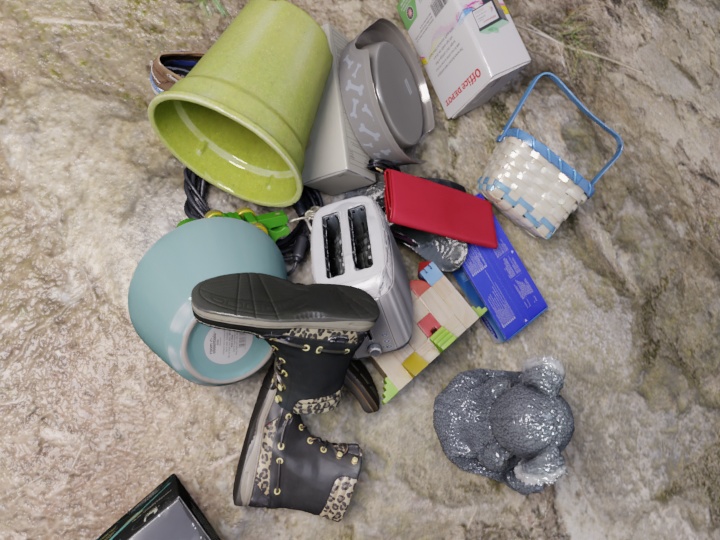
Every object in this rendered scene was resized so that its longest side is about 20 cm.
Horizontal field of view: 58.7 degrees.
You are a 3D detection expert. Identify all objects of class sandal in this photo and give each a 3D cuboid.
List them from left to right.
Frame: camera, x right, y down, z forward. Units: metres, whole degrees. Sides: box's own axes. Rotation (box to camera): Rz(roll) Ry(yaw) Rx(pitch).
[{"bbox_3d":[-0.043,0.111,0.859,0.054,0.082,0.203,-30,102,13],"label":"sandal"},{"bbox_3d":[0.065,-0.069,0.909,0.197,0.048,0.077,28,91,4],"label":"sandal"}]

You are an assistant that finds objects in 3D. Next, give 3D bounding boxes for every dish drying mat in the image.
[{"bbox_3d":[0.114,-0.083,0.891,0.196,0.018,0.079,12,63,-34],"label":"dish drying mat"}]

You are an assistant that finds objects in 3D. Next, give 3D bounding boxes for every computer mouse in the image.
[{"bbox_3d":[0.082,-0.120,0.916,0.196,0.058,0.035,12,87,-39],"label":"computer mouse"}]

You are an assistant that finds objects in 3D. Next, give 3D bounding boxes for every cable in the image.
[{"bbox_3d":[-0.144,-0.097,0.865,0.197,0.051,0.166,29,72,-10],"label":"cable"}]

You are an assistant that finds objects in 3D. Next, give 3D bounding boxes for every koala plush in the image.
[{"bbox_3d":[0.207,0.203,0.847,0.179,0.200,0.183,13,76,-15],"label":"koala plush"}]

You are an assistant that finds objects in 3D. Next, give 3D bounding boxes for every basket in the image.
[{"bbox_3d":[0.277,-0.167,0.964,0.175,0.139,0.201,38,98,-8],"label":"basket"}]

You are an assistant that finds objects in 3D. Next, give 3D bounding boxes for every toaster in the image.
[{"bbox_3d":[0.000,0.000,0.813,0.110,0.130,0.204,-12,52,9],"label":"toaster"}]

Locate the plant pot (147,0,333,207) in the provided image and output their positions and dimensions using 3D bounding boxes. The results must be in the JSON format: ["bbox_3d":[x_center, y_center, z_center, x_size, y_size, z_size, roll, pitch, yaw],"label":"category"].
[{"bbox_3d":[-0.123,-0.213,0.773,0.197,0.200,0.188,28,70,-11],"label":"plant pot"}]

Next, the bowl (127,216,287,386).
[{"bbox_3d":[-0.162,0.052,0.746,0.196,0.105,0.206,-15,124,-22],"label":"bowl"}]

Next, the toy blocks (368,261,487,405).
[{"bbox_3d":[0.064,0.065,0.890,0.199,0.100,0.137,-39,80,-12],"label":"toy blocks"}]

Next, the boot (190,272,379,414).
[{"bbox_3d":[-0.089,0.087,0.694,0.198,0.157,0.074,5,36,-20],"label":"boot"}]

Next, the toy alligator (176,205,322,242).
[{"bbox_3d":[-0.133,-0.045,0.810,0.195,0.059,0.056,-8,122,-26],"label":"toy alligator"}]

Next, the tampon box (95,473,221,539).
[{"bbox_3d":[-0.219,0.327,0.679,0.149,0.200,0.128,-37,92,-20],"label":"tampon box"}]

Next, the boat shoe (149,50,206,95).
[{"bbox_3d":[-0.184,-0.256,0.870,0.194,0.072,0.075,-2,80,-19],"label":"boat shoe"}]

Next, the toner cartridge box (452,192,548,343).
[{"bbox_3d":[0.191,-0.003,0.965,0.094,0.043,0.203,-31,90,-20],"label":"toner cartridge box"}]

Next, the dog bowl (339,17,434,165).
[{"bbox_3d":[0.038,-0.241,0.899,0.199,0.057,0.206,32,52,-53],"label":"dog bowl"}]

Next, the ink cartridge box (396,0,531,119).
[{"bbox_3d":[0.151,-0.358,0.964,0.082,0.145,0.204,-24,88,-21],"label":"ink cartridge box"}]

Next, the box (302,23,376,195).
[{"bbox_3d":[-0.041,-0.218,0.889,0.094,0.076,0.207,11,69,-62],"label":"box"}]

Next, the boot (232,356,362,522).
[{"bbox_3d":[-0.069,0.213,0.819,0.147,0.073,0.206,19,78,-13],"label":"boot"}]
